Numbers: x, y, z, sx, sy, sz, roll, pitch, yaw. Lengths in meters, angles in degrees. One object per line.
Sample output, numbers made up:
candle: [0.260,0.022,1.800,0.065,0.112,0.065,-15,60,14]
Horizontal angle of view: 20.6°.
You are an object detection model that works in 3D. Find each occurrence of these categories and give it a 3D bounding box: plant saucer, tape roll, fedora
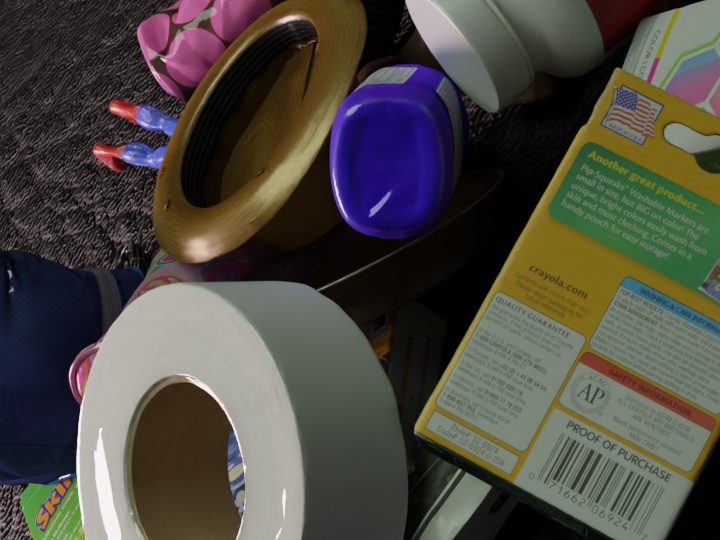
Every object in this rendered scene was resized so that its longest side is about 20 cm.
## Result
plant saucer: [0.000,0.000,1.154,0.200,0.037,0.200,-26,9,4]
tape roll: [-0.066,0.106,1.030,0.202,0.071,0.203,2,93,48]
fedora: [-0.044,-0.078,1.232,0.200,0.082,0.201,-34,37,30]

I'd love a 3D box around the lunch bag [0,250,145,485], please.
lunch bag: [-0.223,0.072,1.320,0.200,0.132,0.136,-22,64,53]

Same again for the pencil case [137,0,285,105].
pencil case: [-0.090,-0.223,1.530,0.200,0.091,0.094,-45,66,14]

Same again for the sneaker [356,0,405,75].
sneaker: [-0.050,-0.134,1.379,0.082,0.070,0.200,35,89,38]

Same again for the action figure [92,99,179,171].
action figure: [-0.128,-0.093,1.493,0.200,0.052,0.066,13,77,53]

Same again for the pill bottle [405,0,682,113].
pill bottle: [0.127,-0.180,1.094,0.200,0.112,0.112,-38,29,-7]

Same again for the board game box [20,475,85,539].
board game box: [-0.176,0.167,1.321,0.096,0.030,0.200,-51,32,6]

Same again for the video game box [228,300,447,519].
video game box: [-0.042,0.127,1.152,0.200,0.047,0.183,-29,41,38]

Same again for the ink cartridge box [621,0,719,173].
ink cartridge box: [0.213,-0.089,0.985,0.200,0.059,0.104,-9,52,51]

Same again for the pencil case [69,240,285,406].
pencil case: [-0.106,0.030,1.244,0.087,0.087,0.200,-34,14,33]

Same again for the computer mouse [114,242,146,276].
computer mouse: [-0.159,0.038,1.430,0.200,0.034,0.059,-102,33,-58]

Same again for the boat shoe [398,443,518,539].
boat shoe: [0.066,0.074,1.004,0.064,0.071,0.200,38,94,26]

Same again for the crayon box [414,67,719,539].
crayon box: [0.128,0.023,0.932,0.200,0.126,0.052,-60,-12,-9]

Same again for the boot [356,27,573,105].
boot: [0.039,-0.200,1.213,0.186,0.200,0.064,-1,25,46]

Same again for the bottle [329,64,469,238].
bottle: [0.026,-0.074,1.117,0.200,0.065,0.084,-62,-29,-76]
